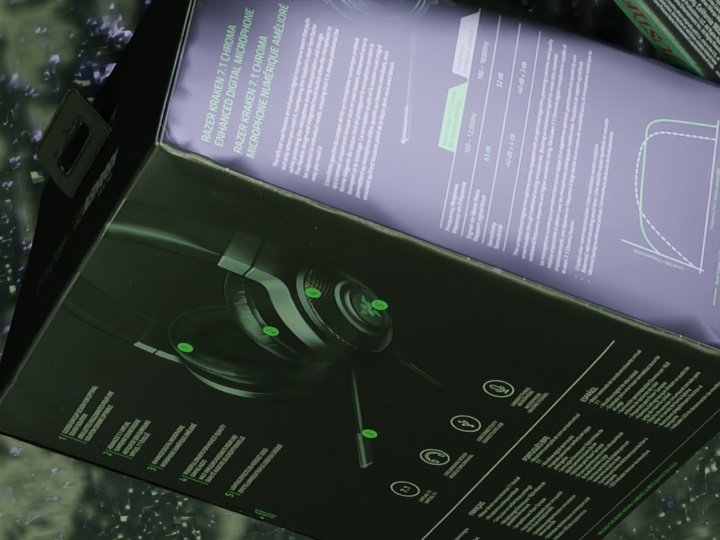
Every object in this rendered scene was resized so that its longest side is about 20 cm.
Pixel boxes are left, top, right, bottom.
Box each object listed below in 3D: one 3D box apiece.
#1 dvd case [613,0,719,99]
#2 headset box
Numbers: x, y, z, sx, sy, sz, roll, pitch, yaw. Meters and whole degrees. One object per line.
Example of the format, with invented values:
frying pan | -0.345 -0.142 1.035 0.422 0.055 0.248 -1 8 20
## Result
dvd case | 0.120 -0.167 0.834 0.146 0.022 0.200 43 81 -33
headset box | 0.000 0.000 0.868 0.199 0.093 0.174 19 146 -12
